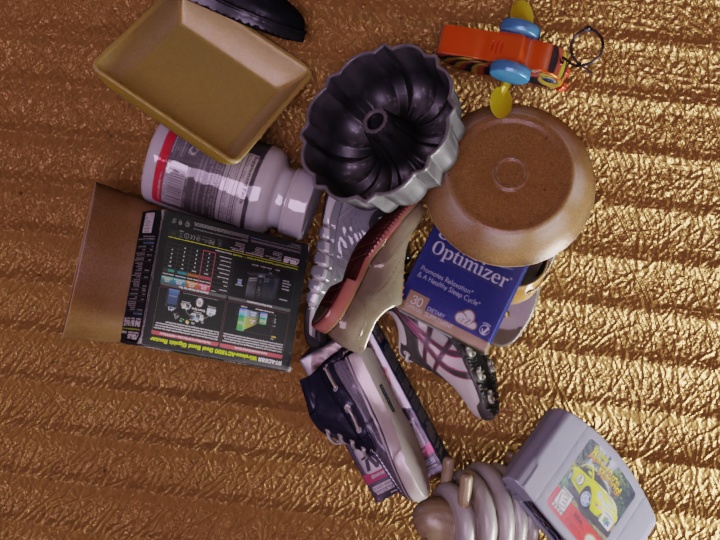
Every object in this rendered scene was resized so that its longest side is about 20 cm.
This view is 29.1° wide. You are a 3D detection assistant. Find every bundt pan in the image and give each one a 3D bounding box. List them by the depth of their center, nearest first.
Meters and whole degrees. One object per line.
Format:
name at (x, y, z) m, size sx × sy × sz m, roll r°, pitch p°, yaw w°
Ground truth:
bundt pan at (0.032, -0.153, 1.588) m, size 0.200 × 0.076 × 0.204 m, roll -13°, pitch 60°, yaw 24°

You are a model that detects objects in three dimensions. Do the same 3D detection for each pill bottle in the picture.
pill bottle at (-0.150, -0.105, 1.641) m, size 0.198 × 0.111 × 0.112 m, roll 19°, pitch 102°, yaw 5°

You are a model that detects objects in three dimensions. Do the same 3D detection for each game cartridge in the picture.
game cartridge at (0.263, 0.267, 1.635) m, size 0.200 × 0.133 × 0.041 m, roll 50°, pitch 147°, yaw -15°

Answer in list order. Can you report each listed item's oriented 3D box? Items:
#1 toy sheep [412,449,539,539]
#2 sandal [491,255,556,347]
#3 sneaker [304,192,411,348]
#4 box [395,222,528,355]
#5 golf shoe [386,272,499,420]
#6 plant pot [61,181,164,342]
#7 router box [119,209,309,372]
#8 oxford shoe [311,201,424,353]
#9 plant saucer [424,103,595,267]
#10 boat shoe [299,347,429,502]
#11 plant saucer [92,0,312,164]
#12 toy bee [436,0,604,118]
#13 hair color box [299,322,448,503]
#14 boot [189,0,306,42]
toy sheep at (0.152, 0.288, 1.653) m, size 0.198 × 0.138 × 0.140 m, roll -1°, pitch 101°, yaw -21°
sandal at (0.191, -0.003, 1.635) m, size 0.080 × 0.054 × 0.201 m, roll 29°, pitch 102°, yaw 2°
sneaker at (0.000, 0.000, 1.648) m, size 0.114 × 0.075 × 0.203 m, roll 10°, pitch 91°, yaw 1°
box at (0.135, -0.020, 1.604) m, size 0.120 × 0.032 × 0.202 m, roll 26°, pitch 83°, yaw 12°
golf shoe at (0.098, 0.096, 1.663) m, size 0.088 × 0.077 × 0.202 m, roll -30°, pitch 85°, yaw 20°
plant pot at (-0.240, 0.011, 1.654) m, size 0.198 × 0.186 × 0.189 m, roll 14°, pitch 102°, yaw -13°
router box at (-0.163, 0.025, 1.574) m, size 0.198 × 0.062 × 0.152 m, roll 14°, pitch 82°, yaw -33°
oxford shoe at (0.023, 0.004, 1.589) m, size 0.075 × 0.070 × 0.201 m, roll 38°, pitch 74°, yaw -13°
plant saucer at (0.171, -0.105, 1.585) m, size 0.197 × 0.035 × 0.203 m, roll -1°, pitch 72°, yaw 4°
boat shoe at (0.004, 0.188, 1.626) m, size 0.092 × 0.075 × 0.202 m, roll -27°, pitch 80°, yaw 17°
plant saucer at (-0.183, -0.219, 1.609) m, size 0.199 × 0.201 × 0.049 m, roll 34°, pitch 138°, yaw 2°
toy bee at (0.189, -0.230, 1.581) m, size 0.199 × 0.108 × 0.132 m, roll 35°, pitch 93°, yaw 32°
hair color box at (0.017, 0.168, 1.688) m, size 0.099 × 0.061 × 0.202 m, roll -28°, pitch 94°, yaw 12°
boot at (-0.130, -0.374, 1.609) m, size 0.198 × 0.076 × 0.170 m, roll 23°, pitch 97°, yaw -3°
